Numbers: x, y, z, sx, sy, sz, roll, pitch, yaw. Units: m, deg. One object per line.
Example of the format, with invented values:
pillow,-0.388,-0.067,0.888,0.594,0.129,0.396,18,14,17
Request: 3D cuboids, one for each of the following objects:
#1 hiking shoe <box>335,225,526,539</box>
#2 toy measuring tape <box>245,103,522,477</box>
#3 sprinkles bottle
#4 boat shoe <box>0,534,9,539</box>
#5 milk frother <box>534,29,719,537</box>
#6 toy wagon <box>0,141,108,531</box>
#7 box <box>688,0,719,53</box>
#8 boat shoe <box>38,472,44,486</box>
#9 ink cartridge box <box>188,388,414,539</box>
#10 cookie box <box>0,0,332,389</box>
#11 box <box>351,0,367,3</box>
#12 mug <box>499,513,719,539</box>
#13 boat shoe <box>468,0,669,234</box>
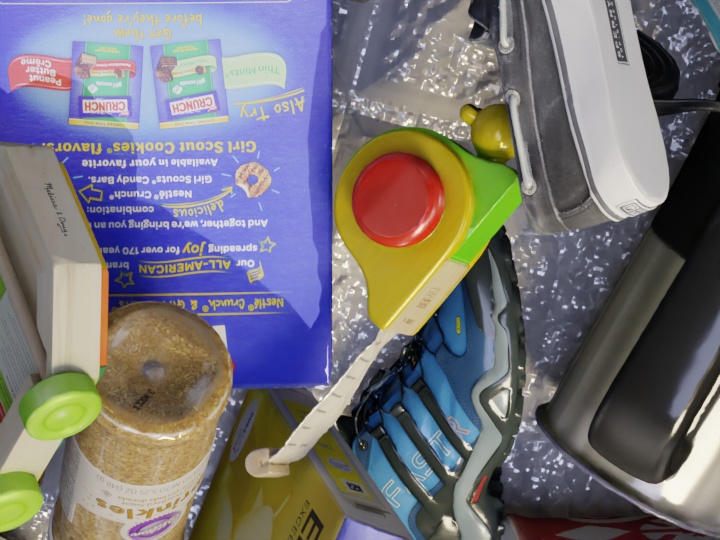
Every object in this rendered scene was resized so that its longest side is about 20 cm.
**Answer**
hiking shoe,0.032,0.068,0.981,0.086,0.074,0.201,4,110,-2
toy measuring tape,0.000,0.000,0.910,0.073,0.074,0.200,38,100,-12
sprinkles bottle,-0.105,0.089,0.930,0.068,0.069,0.200,11,148,-6
boat shoe,-0.219,0.145,1.004,0.201,0.061,0.072,38,82,-20
milk frother,0.131,-0.007,0.953,0.200,0.180,0.189,37,105,32
toy wagon,-0.169,0.035,0.876,0.039,0.156,0.200,-2,142,-36
box,0.240,-0.079,0.900,0.199,0.082,0.049,29,114,-21
boat shoe,-0.229,0.047,0.970,0.072,0.068,0.200,-35,105,7
ink cartridge box,-0.043,0.181,0.950,0.047,0.200,0.199,17,105,-23
cookie box,-0.099,-0.049,0.944,0.170,0.075,0.201,0,107,-4
box,-0.048,-0.227,0.850,0.159,0.043,0.201,7,84,-27
mug,0.176,0.188,0.981,0.199,0.178,0.134,-3,107,-6
boat shoe,0.076,-0.115,0.858,0.067,0.072,0.201,-16,82,28
